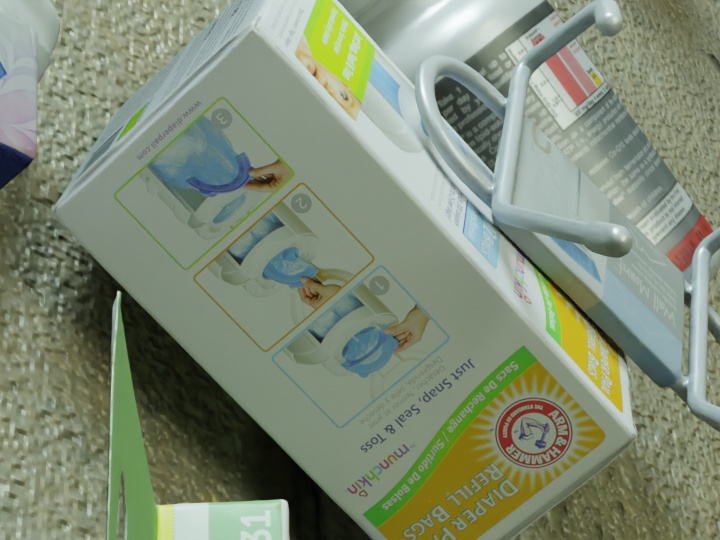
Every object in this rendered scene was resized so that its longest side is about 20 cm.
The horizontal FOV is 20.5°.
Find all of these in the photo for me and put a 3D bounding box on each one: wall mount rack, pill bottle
[{"bbox_3d":[0.106,-0.006,0.718,0.200,0.074,0.174,42,32,-21],"label":"wall mount rack"},{"bbox_3d":[0.055,-0.053,0.853,0.201,0.116,0.116,54,34,-3],"label":"pill bottle"}]

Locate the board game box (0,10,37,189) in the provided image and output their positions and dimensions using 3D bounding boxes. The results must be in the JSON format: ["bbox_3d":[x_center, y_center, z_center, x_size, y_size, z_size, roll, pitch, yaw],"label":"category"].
[{"bbox_3d":[-0.209,-0.026,0.440,0.199,0.200,0.041,24,45,-36],"label":"board game box"}]

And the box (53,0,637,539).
[{"bbox_3d":[0.000,0.000,0.734,0.200,0.101,0.113,47,18,-12],"label":"box"}]

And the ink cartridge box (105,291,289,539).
[{"bbox_3d":[-0.040,0.122,0.539,0.047,0.201,0.146,-1,50,-4],"label":"ink cartridge box"}]

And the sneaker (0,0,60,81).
[{"bbox_3d":[-0.179,-0.131,0.685,0.201,0.078,0.100,54,27,-18],"label":"sneaker"}]
